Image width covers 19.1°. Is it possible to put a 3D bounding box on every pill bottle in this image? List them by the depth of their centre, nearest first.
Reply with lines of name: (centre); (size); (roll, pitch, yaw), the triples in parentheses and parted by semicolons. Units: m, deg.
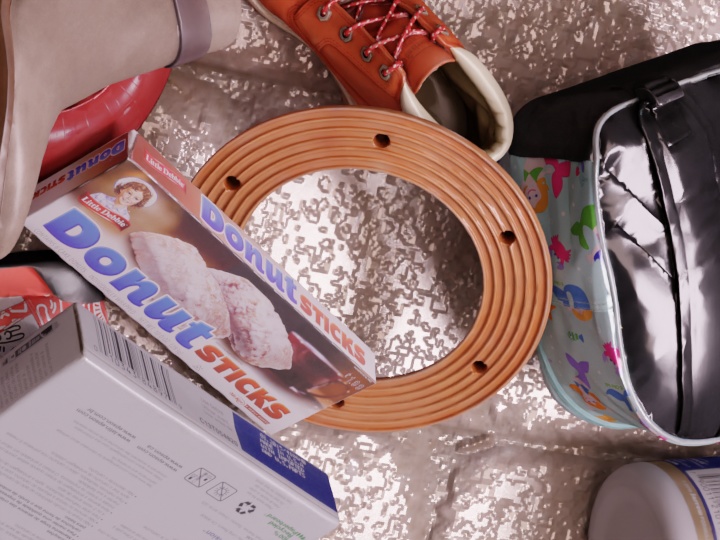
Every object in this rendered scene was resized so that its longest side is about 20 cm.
pill bottle: (0.242, 0.163, 1.234); (0.199, 0.116, 0.116); (-1, 100, -22)

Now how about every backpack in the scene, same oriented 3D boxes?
backpack: (0.164, -0.011, 1.148); (0.177, 0.150, 0.201); (-22, 102, -32)

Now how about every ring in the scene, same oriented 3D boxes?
ring: (0.000, 0.000, 1.108); (0.199, 0.019, 0.201); (4, 123, 7)

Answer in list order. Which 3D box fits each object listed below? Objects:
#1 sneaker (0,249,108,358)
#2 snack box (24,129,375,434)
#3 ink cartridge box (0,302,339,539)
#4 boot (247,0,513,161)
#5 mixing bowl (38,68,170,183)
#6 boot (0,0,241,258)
sneaker: (-0.220, 0.051, 1.054); (0.200, 0.067, 0.109); (-4, 98, -24)
snack box: (-0.078, 0.010, 1.073); (0.072, 0.024, 0.200); (-27, 130, 25)
ink cartridge box: (-0.146, 0.125, 1.063); (0.200, 0.041, 0.199); (-35, 133, 17)
boot: (0.005, -0.132, 1.094); (0.075, 0.107, 0.200); (-44, 110, -8)
mixing bowl: (-0.166, -0.126, 1.024); (0.199, 0.108, 0.201); (-4, 101, -21)
boot: (-0.116, -0.107, 0.937); (0.146, 0.070, 0.201); (-3, 92, -44)
